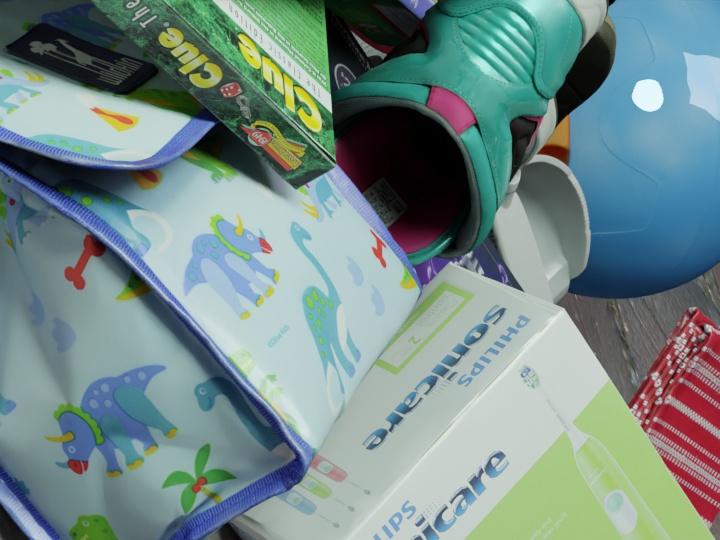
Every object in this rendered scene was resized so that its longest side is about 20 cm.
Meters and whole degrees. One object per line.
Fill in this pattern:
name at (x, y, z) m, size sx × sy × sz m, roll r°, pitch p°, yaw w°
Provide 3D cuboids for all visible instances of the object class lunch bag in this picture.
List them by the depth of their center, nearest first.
lunch bag at (-0.087, -0.014, 0.849) m, size 0.200 × 0.127 × 0.170 m, roll 49°, pitch 24°, yaw -5°

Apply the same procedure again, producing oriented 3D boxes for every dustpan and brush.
dustpan and brush at (0.069, -0.028, 1.214) m, size 0.140 × 0.057 × 0.201 m, roll -44°, pitch 130°, yaw -34°

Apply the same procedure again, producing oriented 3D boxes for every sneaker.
sneaker at (0.032, -0.051, 0.991) m, size 0.083 × 0.121 × 0.200 m, roll 38°, pitch -19°, yaw 6°

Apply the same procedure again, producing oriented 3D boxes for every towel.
towel at (0.151, 0.129, 1.264) m, size 0.022 × 0.201 × 0.145 m, roll 30°, pitch -4°, yaw 34°

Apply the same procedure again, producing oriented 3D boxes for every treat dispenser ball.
treat dispenser ball at (0.152, -0.084, 1.448) m, size 0.201 × 0.200 × 0.202 m, roll 53°, pitch 23°, yaw -34°

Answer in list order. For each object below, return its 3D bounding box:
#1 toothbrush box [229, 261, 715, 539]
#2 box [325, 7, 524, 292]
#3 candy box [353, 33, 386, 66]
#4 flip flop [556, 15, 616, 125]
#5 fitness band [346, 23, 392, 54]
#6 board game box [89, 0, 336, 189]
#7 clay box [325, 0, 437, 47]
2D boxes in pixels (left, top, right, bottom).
toothbrush box at (0.058, 0.122, 1.008) m, size 0.086 × 0.146 × 0.200 m, roll 25°, pitch -24°, yaw 53°
box at (0.000, 0.000, 1.079) m, size 0.200 × 0.079 × 0.142 m, roll 54°, pitch 20°, yaw -32°
candy box at (-0.046, -0.218, 1.263) m, size 0.201 × 0.071 × 0.168 m, roll 58°, pitch 21°, yaw -26°
flip flop at (0.063, -0.096, 1.240) m, size 0.081 × 0.200 × 0.058 m, roll 11°, pitch 61°, yaw -23°
fitness band at (-0.002, -0.196, 1.201) m, size 0.143 × 0.037 × 0.201 m, roll 26°, pitch 46°, yaw -58°
board game box at (-0.076, -0.122, 0.805) m, size 0.200 × 0.023 × 0.105 m, roll 43°, pitch 28°, yaw -37°
clay box at (0.025, -0.207, 1.067) m, size 0.115 × 0.047 × 0.201 m, roll 22°, pitch 77°, yaw -72°
